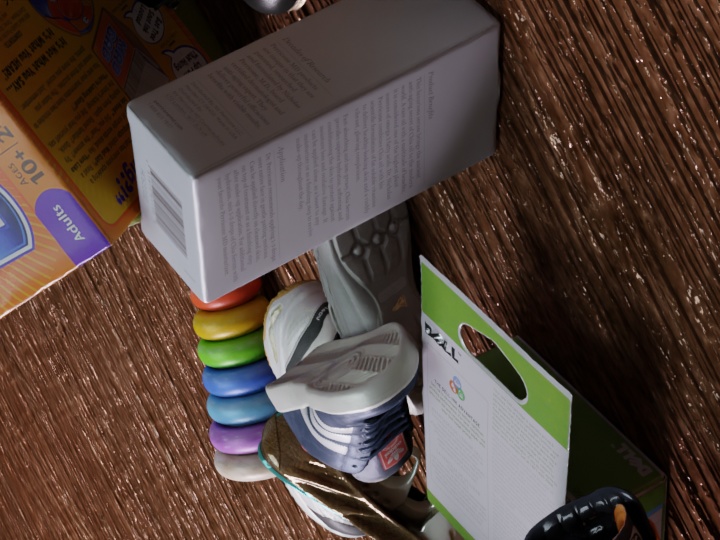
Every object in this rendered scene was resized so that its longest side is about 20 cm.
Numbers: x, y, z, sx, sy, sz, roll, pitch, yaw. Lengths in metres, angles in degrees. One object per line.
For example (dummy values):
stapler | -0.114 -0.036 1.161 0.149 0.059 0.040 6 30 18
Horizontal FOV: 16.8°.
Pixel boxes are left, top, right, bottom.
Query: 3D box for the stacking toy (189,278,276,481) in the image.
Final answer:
stacking toy | -0.088 0.049 1.787 0.085 0.085 0.201 16 123 61

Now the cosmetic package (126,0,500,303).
cosmetic package | -0.023 -0.077 1.326 0.071 0.199 0.102 47 153 34

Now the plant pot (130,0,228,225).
plant pot | -0.193 -0.157 1.587 0.200 0.200 0.194 35 152 50

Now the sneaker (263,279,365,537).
sneaker | -0.014 0.108 1.677 0.088 0.075 0.201 30 141 54

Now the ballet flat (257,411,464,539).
ballet flat | 0.024 0.151 1.627 0.200 0.072 0.068 40 -155 -13

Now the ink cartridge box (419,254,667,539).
ink cartridge box | 0.104 0.091 1.397 0.148 0.075 0.201 45 149 40

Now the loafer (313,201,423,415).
loafer | 0.000 0.000 1.536 0.070 0.070 0.201 14 127 52

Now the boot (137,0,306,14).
boot | -0.091 -0.181 1.406 0.077 0.139 0.200 16 152 23

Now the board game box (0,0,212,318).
board game box | -0.233 -0.093 1.417 0.199 0.200 0.200 -31 104 31

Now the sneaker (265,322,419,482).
sneaker | 0.007 0.087 1.479 0.085 0.075 0.200 55 167 -6

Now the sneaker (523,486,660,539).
sneaker | 0.165 0.181 1.280 0.199 0.078 0.112 9 135 33
